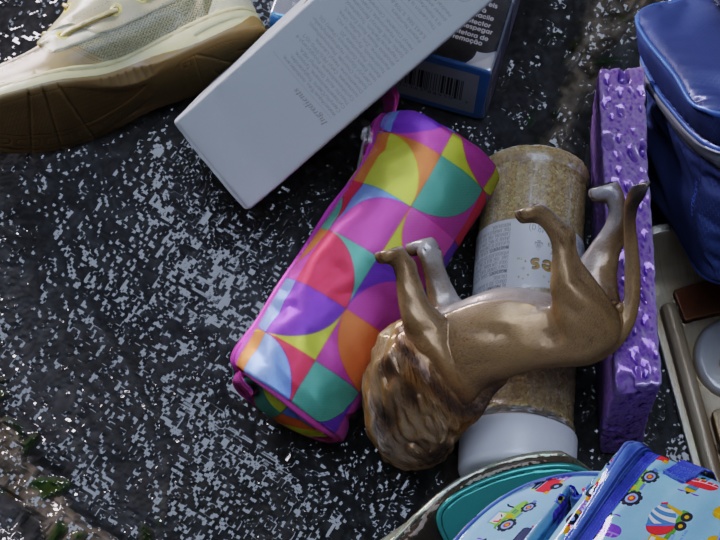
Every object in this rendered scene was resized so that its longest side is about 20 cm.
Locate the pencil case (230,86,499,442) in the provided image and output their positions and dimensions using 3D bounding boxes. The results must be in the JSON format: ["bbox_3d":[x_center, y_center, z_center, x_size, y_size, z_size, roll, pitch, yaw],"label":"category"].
[{"bbox_3d":[0.000,0.000,1.426,0.088,0.088,0.201,27,77,11],"label":"pencil case"}]

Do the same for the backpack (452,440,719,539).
[{"bbox_3d":[0.120,0.175,1.242,0.199,0.135,0.183,24,59,37],"label":"backpack"}]

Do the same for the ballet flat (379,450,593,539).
[{"bbox_3d":[0.042,0.154,1.371,0.199,0.062,0.068,-28,100,-4],"label":"ballet flat"}]

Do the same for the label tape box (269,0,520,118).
[{"bbox_3d":[0.037,-0.210,1.550,0.142,0.066,0.201,15,67,6],"label":"label tape box"}]

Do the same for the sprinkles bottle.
[{"bbox_3d":[0.096,0.028,1.438,0.068,0.068,0.201,5,65,1],"label":"sprinkles bottle"}]

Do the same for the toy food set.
[{"bbox_3d":[0.255,0.057,1.433,0.142,0.061,0.201,-9,65,-6],"label":"toy food set"}]

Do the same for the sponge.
[{"bbox_3d":[0.151,-0.005,1.431,0.030,0.112,0.201,0,65,1],"label":"sponge"}]

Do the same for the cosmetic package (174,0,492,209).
[{"bbox_3d":[-0.009,-0.133,1.435,0.200,0.102,0.074,-39,98,18],"label":"cosmetic package"}]

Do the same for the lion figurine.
[{"bbox_3d":[0.082,0.032,1.348,0.199,0.072,0.123,-17,90,25],"label":"lion figurine"}]

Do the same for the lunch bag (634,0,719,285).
[{"bbox_3d":[0.237,-0.094,1.428,0.135,0.133,0.200,-10,28,-7],"label":"lunch bag"}]

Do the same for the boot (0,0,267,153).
[{"bbox_3d":[-0.174,-0.167,1.522,0.199,0.073,0.156,-21,65,-6],"label":"boot"}]
